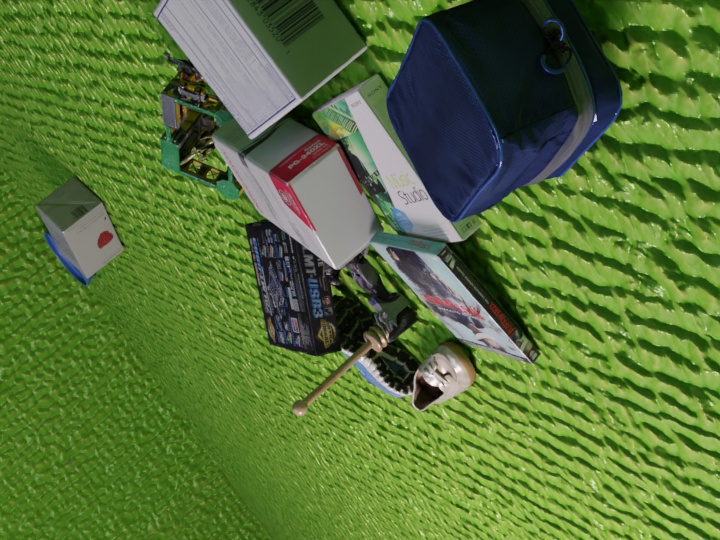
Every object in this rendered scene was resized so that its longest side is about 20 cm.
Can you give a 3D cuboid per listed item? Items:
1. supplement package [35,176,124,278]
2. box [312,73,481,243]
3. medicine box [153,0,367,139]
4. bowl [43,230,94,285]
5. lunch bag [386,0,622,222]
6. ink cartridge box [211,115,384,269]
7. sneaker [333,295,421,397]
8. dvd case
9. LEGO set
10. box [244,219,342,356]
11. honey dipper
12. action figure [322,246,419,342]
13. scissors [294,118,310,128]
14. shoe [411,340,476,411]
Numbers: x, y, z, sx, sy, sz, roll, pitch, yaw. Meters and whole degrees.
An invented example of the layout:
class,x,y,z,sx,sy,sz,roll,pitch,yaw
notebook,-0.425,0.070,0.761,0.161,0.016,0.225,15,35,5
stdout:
class,x,y,z,sx,sy,sz,roll,pitch,yaw
supplement package,-0.673,-0.101,2.626,0.120,0.121,0.200,39,158,26
box,0.037,-0.115,1.219,0.200,0.036,0.144,55,160,-11
medicine box,-0.113,-0.260,1.177,0.182,0.103,0.200,53,160,-9
bowl,-0.873,-0.044,3.275,0.201,0.039,0.201,42,159,20
lunch bag,0.118,-0.141,0.867,0.136,0.132,0.200,63,163,9
ink cartridge box,-0.079,-0.109,1.344,0.200,0.083,0.145,36,161,49
sneaker,0.005,0.124,1.660,0.200,0.078,0.089,46,158,10
dvd case,0.112,0.031,1.295,0.200,0.022,0.146,46,164,-29
LEGO set,-0.194,-0.207,1.483,0.153,0.116,0.200,17,142,16
box,-0.103,0.021,1.636,0.198,0.049,0.201,3,104,66
honey dipper,-0.023,0.137,1.560,0.038,0.200,0.038,42,159,21
action figure,0.000,0.000,1.463,0.200,0.069,0.130,53,165,0
scissors,-0.098,-0.163,1.451,0.073,0.014,0.200,55,158,-18
shoe,0.111,0.154,1.522,0.070,0.053,0.200,46,160,9
